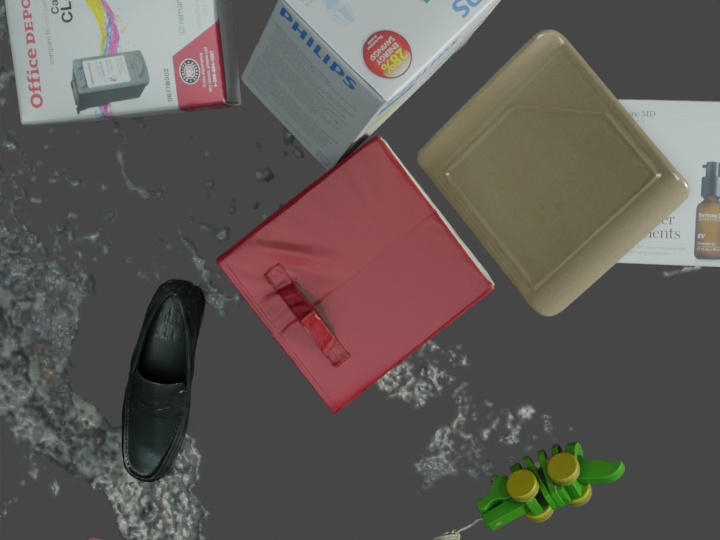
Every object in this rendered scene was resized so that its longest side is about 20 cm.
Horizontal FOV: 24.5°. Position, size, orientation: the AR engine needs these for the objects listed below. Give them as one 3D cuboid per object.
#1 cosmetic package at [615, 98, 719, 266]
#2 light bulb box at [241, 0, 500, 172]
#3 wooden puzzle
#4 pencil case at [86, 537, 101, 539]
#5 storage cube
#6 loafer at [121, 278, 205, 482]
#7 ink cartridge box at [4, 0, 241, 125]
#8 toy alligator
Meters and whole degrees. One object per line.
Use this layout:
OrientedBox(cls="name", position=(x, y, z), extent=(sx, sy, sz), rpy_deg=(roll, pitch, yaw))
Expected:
OrientedBox(cls="cosmetic package", position=(0.311, -0.080, 1.519), extent=(0.199, 0.052, 0.152), rpy_deg=(2, 94, 7))
OrientedBox(cls="light bulb box", position=(0.019, -0.215, 1.430), extent=(0.125, 0.200, 0.198), rpy_deg=(45, 71, 0))
OrientedBox(cls="wooden puzzle", position=(0.174, -0.088, 1.512), extent=(0.185, 0.037, 0.200), rpy_deg=(-44, 78, 24))
OrientedBox(cls="pencil case", position=(-0.287, 0.355, 1.621), extent=(0.083, 0.086, 0.200), rpy_deg=(43, 100, 32))
OrientedBox(cls="storage cube", position=(0.000, 0.000, 1.493), extent=(0.180, 0.200, 0.171), rpy_deg=(-38, 90, 3))
OrientedBox(cls="loafer", position=(-0.194, 0.107, 1.587), extent=(0.068, 0.070, 0.201), rpy_deg=(13, 98, 5))
OrientedBox(cls="ink cartridge box", position=(-0.220, -0.216, 1.548), extent=(0.199, 0.086, 0.148), rpy_deg=(-6, 96, 6))
OrientedBox(cls="toy alligator", position=(0.150, 0.206, 1.570), extent=(0.199, 0.059, 0.054), rpy_deg=(-24, 51, 10))
